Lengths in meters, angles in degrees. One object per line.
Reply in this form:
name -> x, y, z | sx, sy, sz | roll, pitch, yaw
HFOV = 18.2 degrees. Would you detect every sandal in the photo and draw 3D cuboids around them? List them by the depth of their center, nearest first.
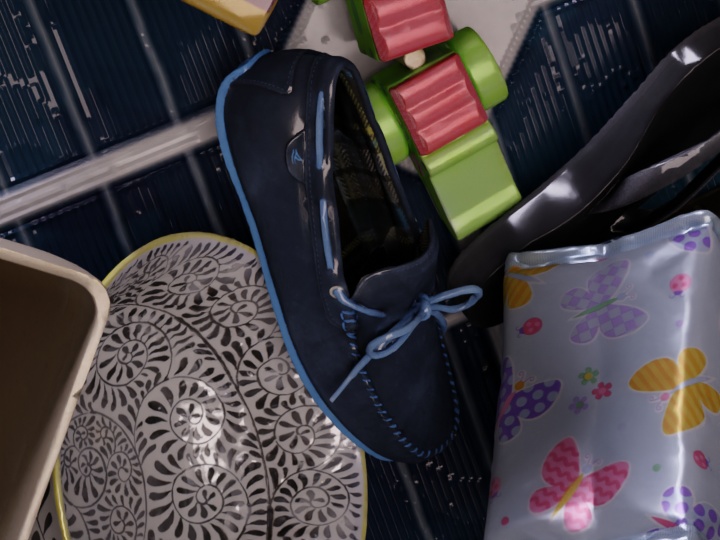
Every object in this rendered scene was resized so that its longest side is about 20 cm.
sandal -> 0.127, -0.040, 1.006 | 0.200, 0.043, 0.076 | -44, 153, 8

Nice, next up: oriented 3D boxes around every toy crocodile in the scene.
toy crocodile -> 0.018, -0.106, 0.969 | 0.067, 0.062, 0.201 | -25, 109, -7

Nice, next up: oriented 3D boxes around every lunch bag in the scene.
lunch bag -> 0.144, 0.100, 0.971 | 0.127, 0.170, 0.200 | -12, 138, 26

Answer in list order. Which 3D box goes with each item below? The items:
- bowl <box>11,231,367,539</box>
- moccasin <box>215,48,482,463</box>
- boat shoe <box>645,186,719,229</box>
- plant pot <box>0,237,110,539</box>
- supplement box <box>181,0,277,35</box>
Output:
bowl -> -0.092, 0.090, 0.956 | 0.094, 0.201, 0.201 | -11, 112, 35
moccasin -> 0.000, 0.000, 0.964 | 0.081, 0.068, 0.201 | -51, 124, -41
boat shoe -> 0.224, -0.016, 1.035 | 0.199, 0.072, 0.068 | -19, 111, -10
plant pot -> -0.232, 0.049, 0.885 | 0.199, 0.177, 0.201 | 18, 99, -17
supplement box -> -0.087, -0.173, 0.853 | 0.131, 0.200, 0.104 | 26, 96, -18
